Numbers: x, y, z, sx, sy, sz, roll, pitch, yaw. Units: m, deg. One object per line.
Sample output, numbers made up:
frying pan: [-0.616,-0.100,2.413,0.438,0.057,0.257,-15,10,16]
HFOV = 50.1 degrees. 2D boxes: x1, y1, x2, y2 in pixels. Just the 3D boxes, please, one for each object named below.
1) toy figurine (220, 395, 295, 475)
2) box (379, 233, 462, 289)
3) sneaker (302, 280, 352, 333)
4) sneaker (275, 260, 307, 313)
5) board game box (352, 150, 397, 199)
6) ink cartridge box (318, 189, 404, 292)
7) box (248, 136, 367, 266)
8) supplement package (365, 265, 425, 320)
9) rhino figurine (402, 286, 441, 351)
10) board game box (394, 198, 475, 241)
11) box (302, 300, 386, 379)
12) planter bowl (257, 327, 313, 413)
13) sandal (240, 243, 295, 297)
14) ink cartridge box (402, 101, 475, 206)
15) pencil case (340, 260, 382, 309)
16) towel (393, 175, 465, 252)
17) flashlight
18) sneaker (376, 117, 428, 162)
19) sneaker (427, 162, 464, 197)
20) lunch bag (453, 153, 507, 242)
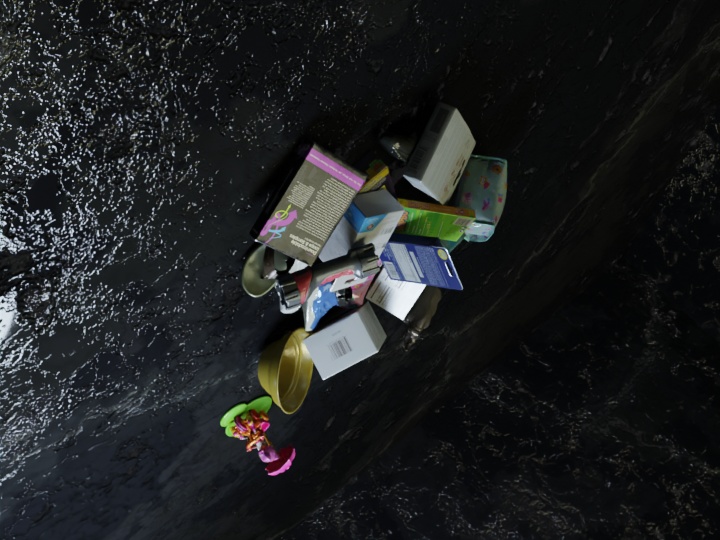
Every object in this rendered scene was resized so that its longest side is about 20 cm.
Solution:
toy figurine: [-0.251,0.441,1.991,0.150,0.184,0.200,-45,157,4]
box: [0.125,-0.021,1.634,0.032,0.198,0.122,-50,131,-30]
sneaker: [-0.073,0.073,1.752,0.110,0.077,0.201,-3,139,-11]
sneaker: [-0.153,0.004,1.557,0.086,0.075,0.202,-6,129,-20]
board game box: [-0.022,-0.125,1.564,0.200,0.057,0.166,-41,155,-7]
ink cartridge box: [-0.007,-0.059,1.543,0.115,0.067,0.201,-16,144,-45]
box: [-0.093,-0.119,1.381,0.142,0.036,0.201,26,99,-42]
supplement package: [0.118,-0.016,1.842,0.201,0.110,0.156,-58,-178,32]
rhino figurine: [0.141,0.113,1.860,0.087,0.059,0.201,-45,-165,53]
board game box: [0.136,-0.107,1.635,0.197,0.030,0.096,5,150,-21]
box: [-0.034,0.163,1.848,0.151,0.107,0.200,-28,-179,8]
planter bowl: [-0.187,0.230,1.817,0.200,0.082,0.203,7,90,-71]
sandal: [-0.153,-0.029,1.455,0.201,0.080,0.057,-45,-158,13]
ink cartridge box: [0.166,-0.229,1.564,0.162,0.047,0.200,-65,158,-1]
pencil case: [0.000,0.000,1.780,0.087,0.088,0.201,-21,149,-42]
towel: [0.128,-0.105,1.693,0.147,0.200,0.022,-45,-165,-12]
flashlight: [-0.060,0.014,1.461,0.198,0.069,0.068,-18,168,-17]
sneaker: [0.098,-0.263,1.526,0.091,0.076,0.199,-62,160,16]
sneaker: [0.179,-0.237,1.699,0.070,0.082,0.200,-29,-168,34]
lunch bag: [0.284,-0.167,1.839,0.200,0.120,0.173,51,51,-77]
